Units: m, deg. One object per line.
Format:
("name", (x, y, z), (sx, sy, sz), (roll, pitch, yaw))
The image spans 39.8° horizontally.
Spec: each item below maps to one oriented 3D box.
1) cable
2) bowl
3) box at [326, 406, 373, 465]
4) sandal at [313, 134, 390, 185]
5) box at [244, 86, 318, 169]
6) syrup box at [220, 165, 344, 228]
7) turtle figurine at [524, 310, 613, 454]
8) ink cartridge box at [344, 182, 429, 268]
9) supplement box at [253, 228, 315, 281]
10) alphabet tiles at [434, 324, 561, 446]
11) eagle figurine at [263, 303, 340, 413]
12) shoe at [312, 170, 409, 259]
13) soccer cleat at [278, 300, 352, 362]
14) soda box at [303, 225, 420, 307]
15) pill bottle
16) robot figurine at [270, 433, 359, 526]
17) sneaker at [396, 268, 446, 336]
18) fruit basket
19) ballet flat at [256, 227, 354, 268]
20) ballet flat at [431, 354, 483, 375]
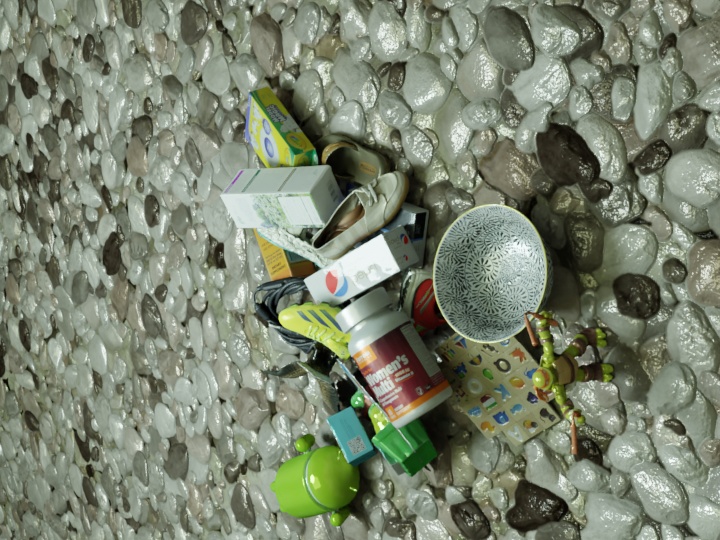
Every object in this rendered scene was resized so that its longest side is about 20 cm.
("cable", (-0.098, 0.082, 1.810), (0.199, 0.051, 0.164), (-12, 116, 35))
("bowl", (0.213, 0.008, 1.468), (0.200, 0.094, 0.202), (-5, 82, 42))
("box", (-0.013, 0.289, 1.723), (0.083, 0.049, 0.200), (62, 176, 12))
("sandal", (-0.029, -0.186, 1.713), (0.199, 0.054, 0.081), (24, 115, 46))
("box", (-0.142, -0.222, 1.801), (0.200, 0.048, 0.118), (52, 150, 27))
("syrup box", (-0.138, -0.128, 1.742), (0.199, 0.082, 0.079), (2, 133, 33))
("turtle figurine", (0.287, 0.146, 1.385), (0.064, 0.161, 0.201), (-28, 79, 45))
("ink cartridge box", (0.028, -0.078, 1.693), (0.199, 0.039, 0.100), (22, 115, 42))
("supplement box", (-0.155, -0.071, 1.864), (0.066, 0.069, 0.201), (-29, 76, 43))
("alphabet tiles", (0.210, 0.174, 1.533), (0.200, 0.006, 0.166), (49, 128, 2))
("eagle figurine", (-0.076, 0.177, 1.771), (0.152, 0.150, 0.201), (63, 141, 36))
("shoe", (-0.001, -0.091, 1.637), (0.200, 0.053, 0.070), (-43, 55, 18))
("soccer cleat", (-0.040, 0.107, 1.660), (0.065, 0.199, 0.084), (116, 165, -60))
("soda box", (0.000, 0.000, 1.654), (0.200, 0.064, 0.068), (-29, 87, 41))
("pill bottle", (0.049, 0.134, 1.553), (0.109, 0.109, 0.201), (-39, 81, 43))
("robot figurine", (-0.082, 0.395, 1.857), (0.200, 0.115, 0.176), (-30, 83, 45))
("sneaker", (0.100, 0.085, 1.633), (0.077, 0.084, 0.201), (-85, 3, -49))
("fruit basket", (0.036, 0.251, 1.673), (0.200, 0.094, 0.185), (40, 170, 25))
("ballet flat", (-0.089, -0.055, 1.776), (0.199, 0.072, 0.072), (29, 122, 10))
("ballet flat", (0.135, 0.156, 1.622), (0.199, 0.068, 0.063), (-25, 72, 37))
